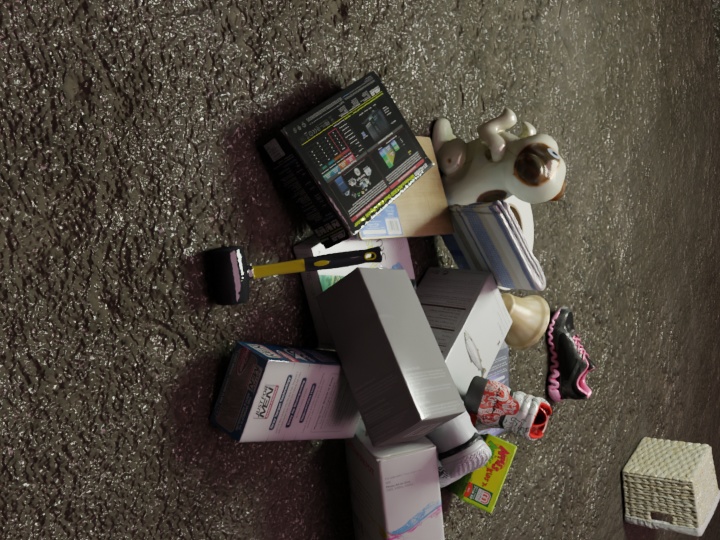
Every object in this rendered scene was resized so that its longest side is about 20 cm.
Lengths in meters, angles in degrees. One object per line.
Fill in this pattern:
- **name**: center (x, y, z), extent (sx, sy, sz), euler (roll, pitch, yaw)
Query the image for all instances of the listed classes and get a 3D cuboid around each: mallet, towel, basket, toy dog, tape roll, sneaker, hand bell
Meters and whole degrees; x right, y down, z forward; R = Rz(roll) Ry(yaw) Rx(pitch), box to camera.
- **mallet**: center (-0.073, -0.015, 0.822), extent (0.199, 0.041, 0.066), euler (-16, 99, -14)
- **towel**: center (0.184, -0.038, 1.071), extent (0.024, 0.200, 0.147), euler (-35, 106, -18)
- **basket**: center (0.808, 0.560, 1.891), extent (0.200, 0.198, 0.162), euler (-28, 109, -46)
- **toy dog**: center (0.215, -0.155, 1.115), extent (0.139, 0.199, 0.195), euler (36, 64, -45)
- **tape roll**: center (0.251, -0.066, 1.293), extent (0.202, 0.037, 0.204), euler (-4, 96, -50)
- **sneaker**: center (0.212, 0.207, 1.028), extent (0.067, 0.108, 0.201), euler (-66, 158, -12)
- **hand bell**: center (0.217, 0.048, 1.224), extent (0.200, 0.104, 0.105), euler (30, 68, -30)
- **sneaker**: center (0.442, 0.175, 1.496), extent (0.079, 0.095, 0.201), euler (-7, 96, -49)
- **sneaker**: center (0.117, 0.221, 0.977), extent (0.200, 0.075, 0.115), euler (87, -23, -68)

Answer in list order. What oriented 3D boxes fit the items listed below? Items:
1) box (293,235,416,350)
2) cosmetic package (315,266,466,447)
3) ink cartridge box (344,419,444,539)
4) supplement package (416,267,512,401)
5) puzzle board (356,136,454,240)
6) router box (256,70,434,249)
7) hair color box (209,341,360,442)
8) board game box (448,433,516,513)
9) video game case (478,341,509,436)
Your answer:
- **box**: center (0.000, 0.000, 0.987), extent (0.200, 0.036, 0.145), euler (-33, 116, -44)
- **cosmetic package**: center (0.036, 0.100, 0.877), extent (0.107, 0.090, 0.201), euler (6, 54, -50)
- **ink cartridge box**: center (0.044, 0.306, 0.958), extent (0.087, 0.145, 0.201), euler (-11, 101, -17)
- **supplement package**: center (0.128, 0.107, 1.085), extent (0.200, 0.117, 0.117), euler (-57, 134, -31)
- **puzzle board**: center (0.048, -0.118, 1.014), extent (0.199, 0.017, 0.151), euler (-7, 80, -44)
- **router box**: center (-0.012, -0.142, 0.910), extent (0.200, 0.062, 0.150), euler (-43, 103, -40)
- **hair color box**: center (-0.074, 0.146, 0.867), extent (0.200, 0.060, 0.100), euler (14, 97, -51)
- **board game box**: center (0.186, 0.311, 1.126), extent (0.200, 0.047, 0.102), euler (86, 29, -77)
- **video game case**: center (0.226, 0.203, 1.290), extent (0.143, 0.019, 0.201), euler (-9, 99, -50)
